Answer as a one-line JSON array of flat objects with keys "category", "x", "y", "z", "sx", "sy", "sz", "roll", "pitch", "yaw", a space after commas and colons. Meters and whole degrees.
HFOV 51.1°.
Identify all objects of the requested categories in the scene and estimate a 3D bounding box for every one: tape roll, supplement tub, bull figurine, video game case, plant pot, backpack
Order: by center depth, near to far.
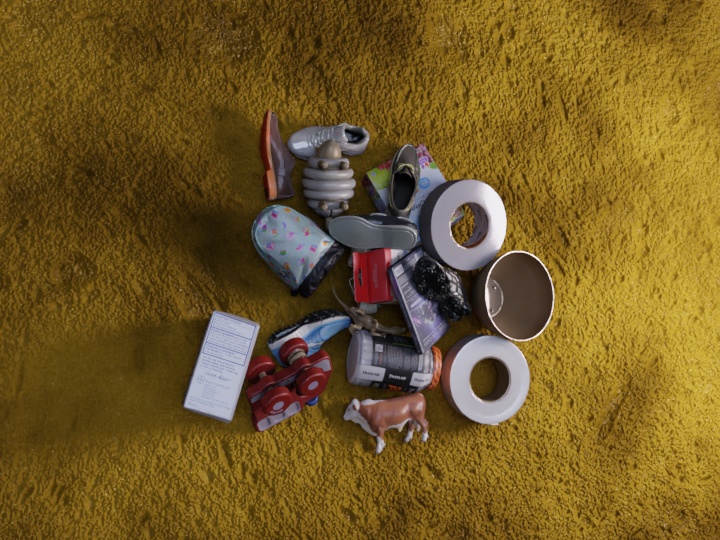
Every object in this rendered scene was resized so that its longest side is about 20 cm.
[{"category": "backpack", "x": -0.147, "y": -0.058, "z": 1.663, "sx": 0.199, "sy": 0.127, "sz": 0.168, "roll": 40, "pitch": 78, "yaw": -3}, {"category": "video game case", "x": 0.132, "y": 0.064, "z": 1.669, "sx": 0.142, "sy": 0.019, "sz": 0.204, "roll": -33, "pitch": 106, "yaw": -52}, {"category": "supplement tub", "x": 0.074, "y": 0.206, "z": 1.687, "sx": 0.196, "sy": 0.122, "sz": 0.125, "roll": 10, "pitch": 80, "yaw": -13}, {"category": "bull figurine", "x": 0.062, "y": 0.337, "z": 1.697, "sx": 0.196, "sy": 0.065, "sz": 0.124, "roll": -9, "pitch": 89, "yaw": -14}, {"category": "tape roll", "x": 0.232, "y": -0.104, "z": 1.713, "sx": 0.196, "sy": 0.066, "sz": 0.205, "roll": -3, "pitch": 97, "yaw": -22}, {"category": "tape roll", "x": 0.289, "y": 0.252, "z": 1.755, "sx": 0.198, "sy": 0.071, "sz": 0.207, "roll": 0, "pitch": 88, "yaw": -13}, {"category": "plant pot", "x": 0.334, "y": 0.062, "z": 1.763, "sx": 0.196, "sy": 0.134, "sz": 0.205, "roll": 2, "pitch": 85, "yaw": -26}]

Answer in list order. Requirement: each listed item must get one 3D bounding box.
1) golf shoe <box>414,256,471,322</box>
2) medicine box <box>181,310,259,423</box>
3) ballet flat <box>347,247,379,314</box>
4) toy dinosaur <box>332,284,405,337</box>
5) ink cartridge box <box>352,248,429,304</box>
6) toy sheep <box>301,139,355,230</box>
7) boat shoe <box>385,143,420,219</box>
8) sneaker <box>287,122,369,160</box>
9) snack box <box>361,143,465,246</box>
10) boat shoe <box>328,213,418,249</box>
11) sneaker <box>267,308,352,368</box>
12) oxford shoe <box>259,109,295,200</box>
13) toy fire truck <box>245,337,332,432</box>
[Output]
[{"category": "golf shoe", "x": 0.178, "y": 0.026, "z": 1.682, "sx": 0.201, "sy": 0.077, "sz": 0.096, "roll": 52, "pitch": 28, "yaw": -35}, {"category": "medicine box", "x": -0.291, "y": 0.198, "z": 1.558, "sx": 0.101, "sy": 0.182, "sz": 0.204, "roll": 19, "pitch": 78, "yaw": -11}, {"category": "ballet flat", "x": 0.000, "y": 0.000, "z": 1.728, "sx": 0.061, "sy": 0.067, "sz": 0.204, "roll": -9, "pitch": 84, "yaw": -6}, {"category": "toy dinosaur", "x": 0.000, "y": 0.106, "z": 1.661, "sx": 0.198, "sy": 0.101, "sz": 0.059, "roll": 29, "pitch": 100, "yaw": 11}, {"category": "ink cartridge box", "x": 0.077, "y": 0.015, "z": 1.702, "sx": 0.197, "sy": 0.067, "sz": 0.119, "roll": 3, "pitch": 81, "yaw": -42}, {"category": "toy sheep", "x": -0.072, "y": -0.191, "z": 1.697, "sx": 0.135, "sy": 0.138, "sz": 0.205, "roll": 2, "pitch": 103, "yaw": -14}, {"category": "boat shoe", "x": 0.100, "y": -0.204, "z": 1.702, "sx": 0.071, "sy": 0.060, "sz": 0.206, "roll": 12, "pitch": 67, "yaw": -3}, {"category": "sneaker", "x": -0.070, "y": -0.307, "z": 1.731, "sx": 0.196, "sy": 0.099, "sz": 0.080, "roll": -10, "pitch": 85, "yaw": -16}, {"category": "snack box", "x": 0.124, "y": -0.170, "z": 1.770, "sx": 0.167, "sy": 0.068, "sz": 0.202, "roll": -29, "pitch": 83, "yaw": -17}, {"category": "boat shoe", "x": 0.029, "y": -0.088, "z": 1.652, "sx": 0.196, "sy": 0.061, "sz": 0.077, "roll": 12, "pitch": 120, "yaw": 4}, {"category": "sneaker", "x": -0.107, "y": 0.152, "z": 1.684, "sx": 0.197, "sy": 0.078, "sz": 0.092, "roll": -23, "pitch": 107, "yaw": -13}, {"category": "oxford shoe", "x": -0.187, "y": -0.262, "z": 1.713, "sx": 0.071, "sy": 0.071, "sz": 0.205, "roll": -5, "pitch": 94, "yaw": -18}, {"category": "toy fire truck", "x": -0.151, "y": 0.252, "z": 1.610, "sx": 0.197, "sy": 0.170, "sz": 0.113, "roll": -26, "pitch": 53, "yaw": -16}]
